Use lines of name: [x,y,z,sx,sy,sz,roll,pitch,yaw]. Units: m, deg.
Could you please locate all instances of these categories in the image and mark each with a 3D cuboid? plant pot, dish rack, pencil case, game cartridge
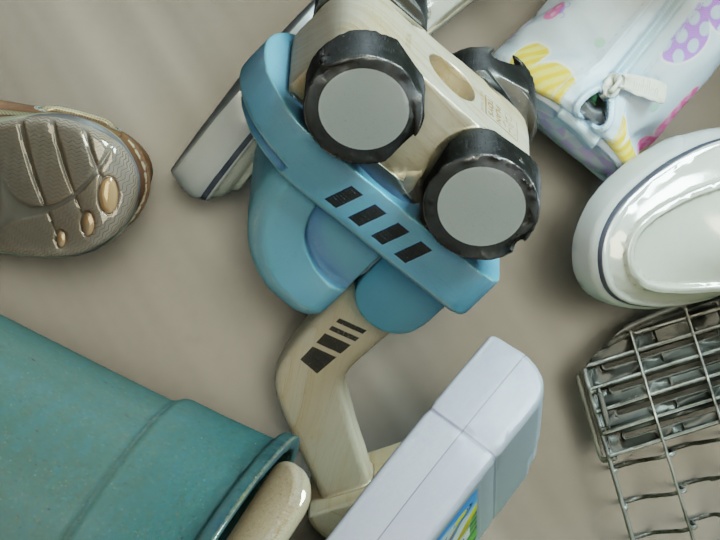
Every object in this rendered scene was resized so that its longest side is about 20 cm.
plant pot: [-0.158,0.104,1.134,0.195,0.200,0.201,30,85,6]
dish rack: [0.180,0.107,1.222,0.152,0.055,0.201,-16,87,-7]
pencil case: [0.141,-0.134,1.212,0.083,0.091,0.200,38,84,6]
game cartridge: [0.005,0.122,1.085,0.040,0.133,0.200,35,79,15]

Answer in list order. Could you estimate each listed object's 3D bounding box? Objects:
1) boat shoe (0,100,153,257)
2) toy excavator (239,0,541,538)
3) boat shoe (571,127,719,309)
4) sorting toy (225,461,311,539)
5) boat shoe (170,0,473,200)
boat shoe: [-0.182,-0.041,1.192,0.199,0.072,0.076,8,102,14]
toy excavator: [0.000,0.000,1.157,0.194,0.100,0.200,39,115,-20]
boat shoe: [0.187,-0.024,1.192,0.199,0.066,0.073,-10,107,-26]
sorting toy: [-0.074,0.184,1.101,0.036,0.200,0.186,31,67,6]
boat shoe: [0.010,-0.089,1.213,0.086,0.075,0.202,45,75,-5]
